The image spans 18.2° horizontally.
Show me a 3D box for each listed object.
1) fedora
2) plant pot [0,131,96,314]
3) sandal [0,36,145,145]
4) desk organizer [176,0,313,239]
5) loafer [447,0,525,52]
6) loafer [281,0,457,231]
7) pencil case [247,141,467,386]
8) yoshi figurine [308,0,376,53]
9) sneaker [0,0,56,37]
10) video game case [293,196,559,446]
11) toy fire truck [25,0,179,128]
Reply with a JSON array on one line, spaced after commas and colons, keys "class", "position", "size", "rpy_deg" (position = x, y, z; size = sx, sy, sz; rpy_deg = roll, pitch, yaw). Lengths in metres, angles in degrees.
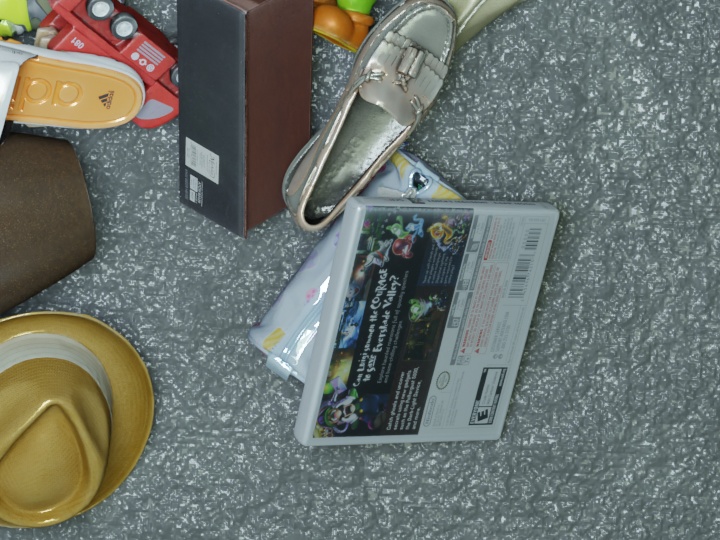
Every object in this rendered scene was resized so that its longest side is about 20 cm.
[{"class": "fedora", "position": [-0.244, 0.129, 1.705], "size": [0.200, 0.082, 0.201], "rpy_deg": [-7, 122, -12]}, {"class": "plant pot", "position": [-0.305, -0.033, 1.674], "size": [0.199, 0.187, 0.187], "rpy_deg": [-14, 99, -16]}, {"class": "sandal", "position": [-0.251, -0.126, 1.624], "size": [0.206, 0.059, 0.079], "rpy_deg": [2, 125, -20]}, {"class": "desk organizer", "position": [-0.085, -0.134, 1.687], "size": [0.077, 0.072, 0.200], "rpy_deg": [-33, 139, -38]}, {"class": "loafer", "position": [0.092, -0.215, 1.716], "size": [0.068, 0.076, 0.200], "rpy_deg": [29, 94, -2]}, {"class": "loafer", "position": [0.012, -0.112, 1.671], "size": [0.072, 0.063, 0.200], "rpy_deg": [30, 106, -15]}, {"class": "pencil case", "position": [0.000, 0.000, 1.731], "size": [0.083, 0.091, 0.200], "rpy_deg": [37, 95, -8]}, {"class": "yoshi figurine", "position": [-0.004, -0.274, 1.687], "size": [0.112, 0.112, 0.200], "rpy_deg": [26, 92, -1]}, {"class": "sneaker", "position": [-0.237, -0.275, 1.692], "size": [0.081, 0.074, 0.201], "rpy_deg": [0, 105, -11]}, {"class": "video game case", "position": [0.050, 0.040, 1.716], "size": [0.181, 0.023, 0.201], "rpy_deg": [1, 114, -31]}, {"class": "toy fire truck", "position": [-0.227, -0.155, 1.681], "size": [0.141, 0.049, 0.200], "rpy_deg": [-42, 127, 13]}]
